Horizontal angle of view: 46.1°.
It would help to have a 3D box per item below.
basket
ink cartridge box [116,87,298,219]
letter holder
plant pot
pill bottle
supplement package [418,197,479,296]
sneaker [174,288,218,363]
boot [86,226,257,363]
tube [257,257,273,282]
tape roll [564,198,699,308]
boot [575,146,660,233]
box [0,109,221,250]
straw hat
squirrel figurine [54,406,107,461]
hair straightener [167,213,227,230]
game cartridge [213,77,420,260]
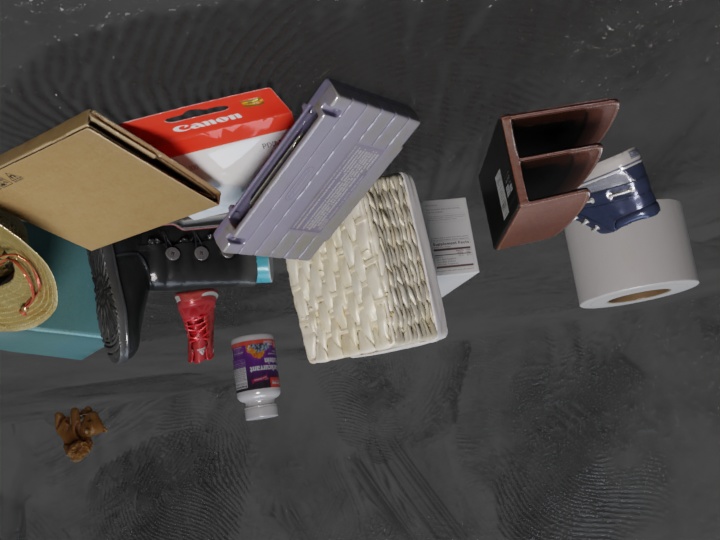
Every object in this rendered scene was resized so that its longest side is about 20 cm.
[{"bbox_3d":[0.000,0.000,0.973,0.134,0.203,0.123,-15,178,30],"label":"basket"},{"bbox_3d":[-0.129,-0.108,0.828,0.157,0.048,0.200,-11,169,9],"label":"ink cartridge box"},{"bbox_3d":[0.224,-0.106,0.975,0.140,0.102,0.200,-11,168,-1],"label":"letter holder"},{"bbox_3d":[-0.410,0.019,1.017,0.198,0.144,0.141,9,160,-36],"label":"plant pot"},{"bbox_3d":[-0.257,0.264,2.101,0.109,0.203,0.112,-9,169,-2],"label":"pill bottle"},{"bbox_3d":[0.042,-0.022,1.201,0.197,0.113,0.156,-5,167,-16],"label":"supplement package"},{"bbox_3d":[-0.286,0.103,1.529,0.077,0.118,0.200,-8,168,-3],"label":"sneaker"},{"bbox_3d":[-0.218,0.018,1.029,0.198,0.168,0.065,-5,167,-37],"label":"boot"},{"bbox_3d":[-0.231,-0.001,1.273,0.196,0.051,0.078,-4,161,2],"label":"tube"},{"bbox_3d":[0.458,-0.024,1.436,0.199,0.142,0.203,-9,168,-2],"label":"tape roll"},{"bbox_3d":[0.290,-0.083,1.113,0.072,0.092,0.199,-24,-179,-41],"label":"boot"},{"bbox_3d":[-0.261,-0.078,0.821,0.198,0.022,0.163,-15,151,32],"label":"box"},{"bbox_3d":[-0.399,-0.027,0.883,0.197,0.086,0.203,5,136,5],"label":"straw hat"},{"bbox_3d":[-1.019,0.603,3.124,0.184,0.204,0.141,-6,167,34],"label":"squirrel figurine"},{"bbox_3d":[-0.223,-0.073,0.965,0.197,0.042,0.077,-1,166,-14],"label":"hair straightener"},{"bbox_3d":[-0.042,-0.090,0.823,0.129,0.039,0.200,0,138,-52],"label":"game cartridge"}]
